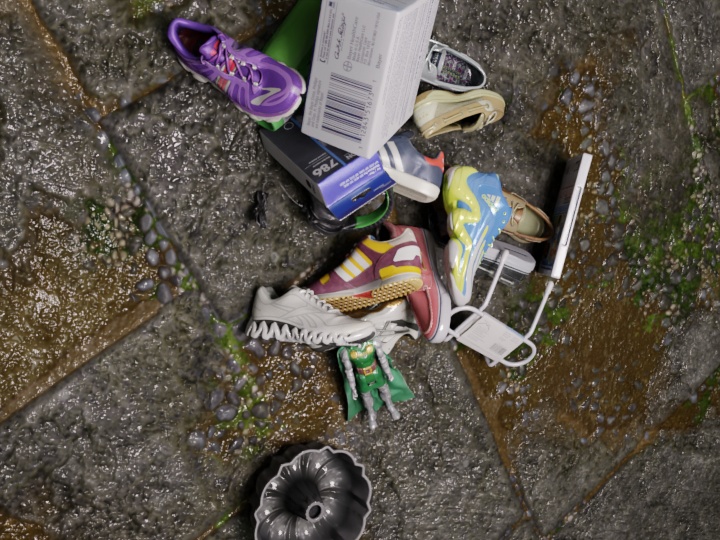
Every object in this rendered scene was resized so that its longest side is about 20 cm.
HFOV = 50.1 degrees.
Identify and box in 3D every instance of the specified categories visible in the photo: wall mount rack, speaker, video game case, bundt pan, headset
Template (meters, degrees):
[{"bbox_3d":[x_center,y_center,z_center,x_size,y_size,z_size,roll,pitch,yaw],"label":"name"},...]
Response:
[{"bbox_3d":[0.226,0.071,1.266,0.198,0.075,0.174,29,121,-30],"label":"wall mount rack"},{"bbox_3d":[-0.086,-0.293,1.048,0.088,0.088,0.202,40,80,-29],"label":"speaker"},{"bbox_3d":[0.344,-0.090,1.303,0.018,0.143,0.205,14,94,3],"label":"video game case"},{"bbox_3d":[-0.084,0.355,1.183,0.197,0.075,0.208,-6,102,-28],"label":"bundt pan"},{"bbox_3d":[-0.050,-0.096,1.088,0.194,0.096,0.125,1,139,0],"label":"headset"}]

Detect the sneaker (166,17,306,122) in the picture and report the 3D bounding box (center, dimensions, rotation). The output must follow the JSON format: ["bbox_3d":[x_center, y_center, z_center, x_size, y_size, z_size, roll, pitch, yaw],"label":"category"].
[{"bbox_3d":[-0.161,-0.252,0.961,0.197,0.083,0.082,27,89,12],"label":"sneaker"}]

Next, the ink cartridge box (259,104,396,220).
[{"bbox_3d":[-0.047,-0.155,1.034,0.098,0.200,0.040,-34,142,-17],"label":"ink cartridge box"}]

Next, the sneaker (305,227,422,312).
[{"bbox_3d":[0.000,0.000,1.126,0.075,0.196,0.092,30,52,-58],"label":"sneaker"}]

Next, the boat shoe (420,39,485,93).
[{"bbox_3d":[0.106,-0.317,1.156,0.197,0.071,0.072,12,94,-30],"label":"boat shoe"}]

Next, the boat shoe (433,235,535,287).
[{"bbox_3d":[0.198,-0.018,1.268,0.196,0.073,0.072,20,113,-20],"label":"boat shoe"}]

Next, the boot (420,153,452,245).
[{"bbox_3d":[0.123,-0.102,1.178,0.197,0.075,0.099,26,74,-6],"label":"boot"}]

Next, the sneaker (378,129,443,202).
[{"bbox_3d":[0.032,-0.174,1.126,0.196,0.075,0.086,22,81,-8],"label":"sneaker"}]

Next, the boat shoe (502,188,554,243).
[{"bbox_3d":[0.245,-0.098,1.276,0.196,0.073,0.077,18,91,-30],"label":"boat shoe"}]

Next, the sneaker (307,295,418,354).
[{"bbox_3d":[0.012,0.100,1.186,0.196,0.075,0.090,-18,108,-24],"label":"sneaker"}]

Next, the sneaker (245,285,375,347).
[{"bbox_3d":[-0.071,0.064,1.082,0.075,0.195,0.083,22,74,-68],"label":"sneaker"}]

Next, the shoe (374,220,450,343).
[{"bbox_3d":[0.073,0.014,1.159,0.089,0.072,0.204,12,50,-26],"label":"shoe"}]

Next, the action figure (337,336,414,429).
[{"bbox_3d":[0.012,0.157,1.164,0.116,0.055,0.203,-23,130,-5],"label":"action figure"}]

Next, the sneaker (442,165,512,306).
[{"bbox_3d":[0.174,-0.051,1.123,0.102,0.076,0.206,-2,94,-1],"label":"sneaker"}]

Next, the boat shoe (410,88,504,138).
[{"bbox_3d":[0.154,-0.234,1.177,0.198,0.073,0.065,-8,74,-45],"label":"boat shoe"}]

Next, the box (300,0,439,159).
[{"bbox_3d":[0.016,-0.277,1.001,0.200,0.103,0.187,-52,159,-56],"label":"box"}]
